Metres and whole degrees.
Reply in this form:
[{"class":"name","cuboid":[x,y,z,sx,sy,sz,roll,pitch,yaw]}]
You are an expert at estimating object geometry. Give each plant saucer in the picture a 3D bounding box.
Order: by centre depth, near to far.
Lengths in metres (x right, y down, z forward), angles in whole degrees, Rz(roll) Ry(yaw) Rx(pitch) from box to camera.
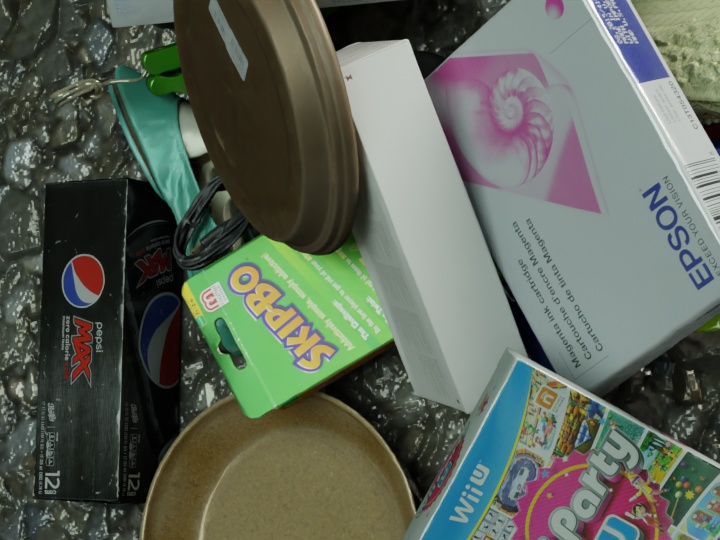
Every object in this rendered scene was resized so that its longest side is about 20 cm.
[{"class":"plant saucer","cuboid":[-0.058,-0.101,1.302,0.200,0.029,0.200,52,152,43]},{"class":"plant saucer","cuboid":[-0.042,0.169,1.409,0.200,0.035,0.201,-3,84,31]}]

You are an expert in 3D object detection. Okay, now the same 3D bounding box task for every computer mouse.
[{"class":"computer mouse","cuboid":[-0.027,-0.062,1.399,0.200,0.034,0.059,-34,61,5]}]

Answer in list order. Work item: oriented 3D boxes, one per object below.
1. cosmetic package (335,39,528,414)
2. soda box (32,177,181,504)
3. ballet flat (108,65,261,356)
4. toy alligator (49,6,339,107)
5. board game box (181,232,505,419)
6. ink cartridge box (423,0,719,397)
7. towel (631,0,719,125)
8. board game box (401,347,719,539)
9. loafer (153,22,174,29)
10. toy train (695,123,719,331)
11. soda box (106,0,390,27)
[{"class":"cosmetic package","cuboid":[0.030,-0.025,1.290,0.051,0.083,0.200,-24,102,-14]},{"class":"soda box","cuboid":[-0.156,0.045,1.475,0.071,0.063,0.201,-1,85,31]},{"class":"ballet flat","cuboid":[-0.089,-0.047,1.447,0.070,0.067,0.200,-27,76,16]},{"class":"toy alligator","cuboid":[-0.086,-0.122,1.427,0.200,0.059,0.054,-25,104,-7]},{"class":"board game box","cuboid":[0.000,0.000,1.372,0.200,0.030,0.096,-30,77,6]},{"class":"ink cartridge box","cuboid":[0.104,-0.036,1.260,0.200,0.043,0.197,-41,72,43]},{"class":"towel","cuboid":[0.177,-0.144,1.284,0.200,0.036,0.149,-1,63,33]},{"class":"board game box","cuboid":[0.130,0.152,1.227,0.200,0.064,0.148,28,93,-3]},{"class":"loafer","cuboid":[-0.085,-0.244,1.461,0.063,0.072,0.200,49,112,30]},{"class":"toy train","cuboid":[0.183,-0.018,1.276,0.200,0.085,0.116,-3,100,35]},{"class":"soda box","cuboid":[-0.052,-0.193,1.391,0.199,0.068,0.064,-4,117,14]}]
